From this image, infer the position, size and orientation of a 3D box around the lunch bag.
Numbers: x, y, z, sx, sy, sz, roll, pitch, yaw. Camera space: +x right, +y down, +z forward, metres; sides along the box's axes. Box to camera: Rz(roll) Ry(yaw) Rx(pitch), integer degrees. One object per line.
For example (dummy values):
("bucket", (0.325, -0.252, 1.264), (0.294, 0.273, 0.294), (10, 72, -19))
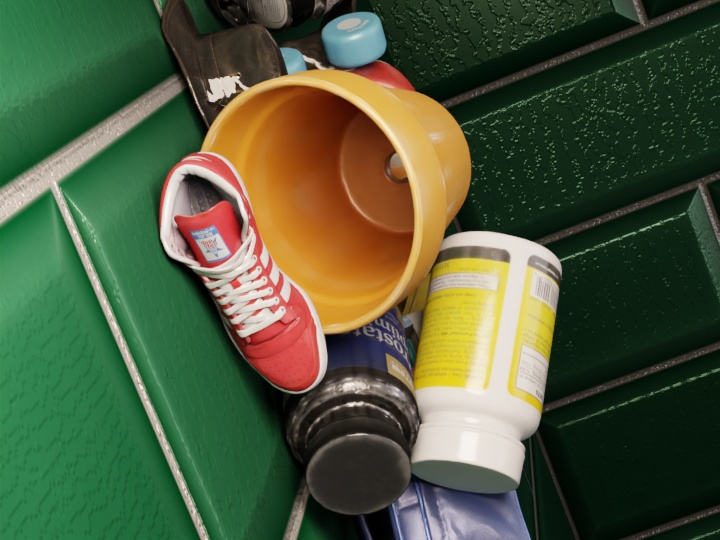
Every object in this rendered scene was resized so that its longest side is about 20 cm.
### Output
("lunch bag", (0.062, 0.212, 1.562), (0.136, 0.131, 0.201), (108, -32, -65))

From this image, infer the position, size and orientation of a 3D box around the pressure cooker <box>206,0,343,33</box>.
("pressure cooker", (-0.081, -0.338, 1.762), (0.178, 0.200, 0.177), (15, -39, 58))

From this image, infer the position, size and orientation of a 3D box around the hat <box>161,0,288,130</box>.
("hat", (-0.103, -0.165, 1.574), (0.201, 0.080, 0.202), (-21, 90, -81))

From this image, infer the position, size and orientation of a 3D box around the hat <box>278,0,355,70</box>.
("hat", (-0.056, -0.204, 1.845), (0.200, 0.080, 0.203), (-176, -90, -76))

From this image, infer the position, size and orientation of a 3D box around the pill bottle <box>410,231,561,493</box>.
("pill bottle", (0.103, 0.079, 1.488), (0.114, 0.113, 0.202), (54, 44, -61))

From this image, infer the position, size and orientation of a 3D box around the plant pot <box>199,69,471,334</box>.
("plant pot", (-0.002, -0.070, 1.410), (0.183, 0.199, 0.202), (-29, 99, -58))

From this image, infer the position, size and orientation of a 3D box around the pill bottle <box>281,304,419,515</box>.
("pill bottle", (-0.010, 0.102, 1.442), (0.201, 0.111, 0.112), (-99, 166, -54))

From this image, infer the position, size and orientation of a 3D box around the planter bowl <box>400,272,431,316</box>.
("planter bowl", (0.072, 0.066, 1.771), (0.200, 0.083, 0.202), (-159, -90, -86))

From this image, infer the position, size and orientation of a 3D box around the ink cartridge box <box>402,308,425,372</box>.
("ink cartridge box", (0.060, 0.082, 1.626), (0.116, 0.198, 0.068), (42, 30, -72))

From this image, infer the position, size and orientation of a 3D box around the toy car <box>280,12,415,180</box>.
("toy car", (0.007, -0.119, 1.662), (0.200, 0.176, 0.186), (34, -35, 54))

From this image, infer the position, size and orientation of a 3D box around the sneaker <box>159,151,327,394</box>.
("sneaker", (-0.089, 0.005, 1.299), (0.201, 0.071, 0.112), (62, 5, 0))
